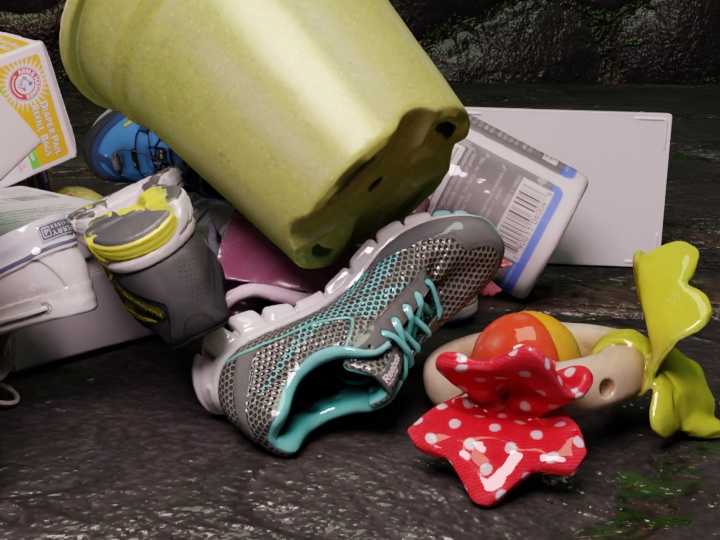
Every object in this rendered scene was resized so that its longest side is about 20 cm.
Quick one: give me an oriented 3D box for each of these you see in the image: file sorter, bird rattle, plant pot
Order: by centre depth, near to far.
[{"bbox_3d":[0.105,0.065,0.635,0.200,0.113,0.163,-21,11,-26],"label":"bird rattle"},{"bbox_3d":[-0.041,-0.110,0.663,0.184,0.201,0.200,49,35,17],"label":"plant pot"},{"bbox_3d":[0.177,-0.086,1.071,0.199,0.139,0.125,2,12,2],"label":"file sorter"}]

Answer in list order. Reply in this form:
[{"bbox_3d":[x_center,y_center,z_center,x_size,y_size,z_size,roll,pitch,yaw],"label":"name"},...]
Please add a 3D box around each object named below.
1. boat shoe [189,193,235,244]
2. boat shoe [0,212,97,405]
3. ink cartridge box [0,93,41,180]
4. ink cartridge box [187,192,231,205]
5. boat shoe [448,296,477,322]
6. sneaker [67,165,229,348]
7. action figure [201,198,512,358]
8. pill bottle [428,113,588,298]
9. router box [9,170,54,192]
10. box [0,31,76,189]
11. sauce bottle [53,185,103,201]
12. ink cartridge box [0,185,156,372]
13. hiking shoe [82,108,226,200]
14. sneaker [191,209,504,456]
[{"bbox_3d":[-0.124,-0.023,0.877,0.065,0.075,0.202,22,4,-10],"label":"boat shoe"},{"bbox_3d":[-0.230,0.045,0.655,0.202,0.086,0.075,-25,3,20],"label":"boat shoe"},{"bbox_3d":[-0.303,-0.031,0.659,0.147,0.083,0.200,-9,37,52],"label":"ink cartridge box"},{"bbox_3d":[-0.099,-0.086,0.979,0.145,0.085,0.200,13,-11,21],"label":"ink cartridge box"},{"bbox_3d":[-0.005,-0.009,0.876,0.199,0.073,0.072,5,16,16],"label":"boat shoe"},{"bbox_3d":[-0.123,-0.006,0.662,0.074,0.085,0.200,-26,15,-5],"label":"sneaker"},{"bbox_3d":[0.000,0.000,0.725,0.199,0.134,0.149,-1,16,-1],"label":"action figure"},{"bbox_3d":[0.071,-0.071,0.913,0.200,0.114,0.114,29,19,6],"label":"pill bottle"},{"bbox_3d":[-0.395,-0.059,0.978,0.199,0.052,0.157,5,34,17],"label":"router box"},{"bbox_3d":[-0.348,-0.110,0.898,0.200,0.102,0.112,-30,34,-31],"label":"box"},{"bbox_3d":[-0.214,-0.027,0.941,0.066,0.066,0.200,-7,15,-30],"label":"sauce bottle"},{"bbox_3d":[-0.244,-0.002,0.806,0.200,0.084,0.144,12,17,39],"label":"ink cartridge box"},{"bbox_3d":[-0.118,-0.090,0.819,0.199,0.075,0.087,-4,32,16],"label":"hiking shoe"},{"bbox_3d":[0.008,0.040,0.637,0.200,0.078,0.091,-32,36,-11],"label":"sneaker"}]
